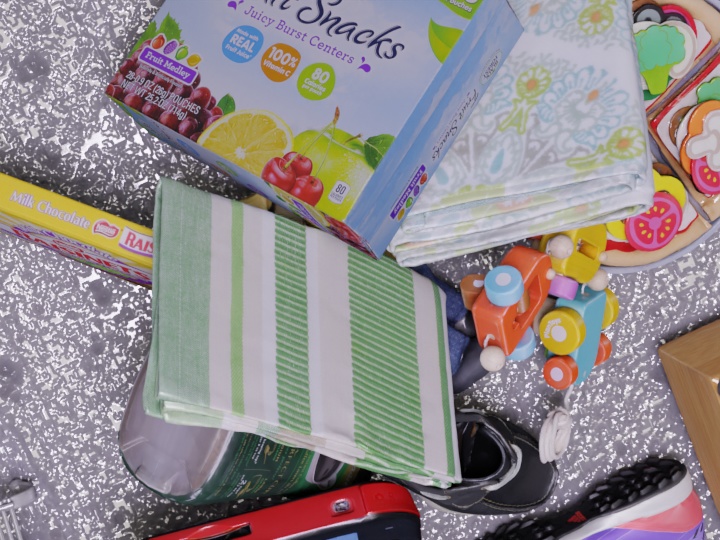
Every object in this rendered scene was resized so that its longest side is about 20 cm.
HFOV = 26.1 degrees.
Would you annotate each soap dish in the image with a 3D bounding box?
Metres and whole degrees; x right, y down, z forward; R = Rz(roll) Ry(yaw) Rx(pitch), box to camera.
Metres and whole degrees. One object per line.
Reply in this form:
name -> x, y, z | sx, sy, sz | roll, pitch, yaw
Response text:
soap dish -> 0.314, 0.116, 1.070 | 0.156, 0.081, 0.201 | -23, 99, -2

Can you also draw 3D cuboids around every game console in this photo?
game console -> -0.057, 0.200, 1.010 | 0.198, 0.177, 0.031 | -13, 58, -4

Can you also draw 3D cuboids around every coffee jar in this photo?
coffee jar -> -0.057, 0.094, 0.976 | 0.085, 0.200, 0.105 | 25, 94, 30

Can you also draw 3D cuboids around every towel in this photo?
towel -> 0.089, -0.106, 0.956 | 0.170, 0.048, 0.201 | -12, 58, 18
towel -> -0.031, 0.039, 0.897 | 0.199, 0.023, 0.154 | 18, 52, -27

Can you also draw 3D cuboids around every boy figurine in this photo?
boy figurine -> 0.000, 0.000, 1.013 | 0.199, 0.064, 0.125 | 31, 51, -19

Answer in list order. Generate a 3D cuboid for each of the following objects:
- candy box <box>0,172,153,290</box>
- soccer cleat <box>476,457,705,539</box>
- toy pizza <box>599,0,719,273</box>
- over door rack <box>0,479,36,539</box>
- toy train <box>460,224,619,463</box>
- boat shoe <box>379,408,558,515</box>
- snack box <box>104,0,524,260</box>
candy box -> -0.151, -0.014, 0.970 | 0.199, 0.102, 0.027 | 20, 77, 5
soccer cleat -> 0.147, 0.202, 1.075 | 0.199, 0.068, 0.074 | -25, 104, -4
toy pizza -> 0.186, -0.092, 1.030 | 0.198, 0.032, 0.202 | -5, 107, -16
over door rack -> -0.294, 0.237, 1.023 | 0.199, 0.066, 0.149 | -18, 100, -24
toy train -> 0.110, 0.030, 0.997 | 0.055, 0.201, 0.151 | 19, 63, 27
boat shoe -> 0.072, 0.127, 1.013 | 0.199, 0.067, 0.072 | 26, 82, -46
snack box -> -0.030, -0.127, 0.940 | 0.199, 0.068, 0.169 | 30, 83, 29
